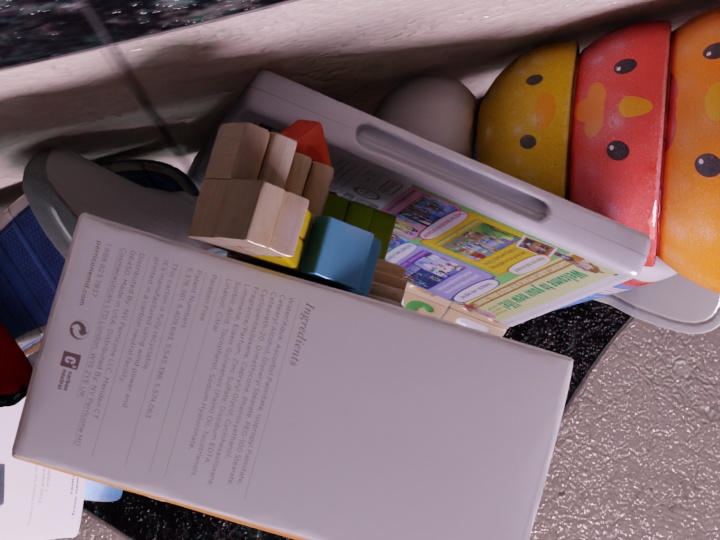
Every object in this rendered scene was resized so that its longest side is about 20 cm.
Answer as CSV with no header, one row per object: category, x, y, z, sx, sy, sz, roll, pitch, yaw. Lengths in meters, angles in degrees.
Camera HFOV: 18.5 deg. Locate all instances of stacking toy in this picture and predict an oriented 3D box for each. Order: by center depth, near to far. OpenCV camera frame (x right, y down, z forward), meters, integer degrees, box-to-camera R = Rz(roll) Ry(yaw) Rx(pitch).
stacking toy,0.103,-0.056,1.001,0.199,0.147,0.146,2,177,7

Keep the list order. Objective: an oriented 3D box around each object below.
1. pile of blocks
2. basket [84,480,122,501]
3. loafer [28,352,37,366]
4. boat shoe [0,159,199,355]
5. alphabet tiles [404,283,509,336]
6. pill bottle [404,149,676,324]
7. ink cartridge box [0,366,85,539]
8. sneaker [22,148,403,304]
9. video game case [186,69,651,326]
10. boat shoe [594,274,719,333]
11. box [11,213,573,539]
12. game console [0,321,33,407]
pile of blocks,-0.015,-0.022,0.898,0.082,0.062,0.200,15,173,6
basket,-0.251,0.083,1.247,0.199,0.140,0.176,4,-164,-39
loafer,-0.207,0.049,1.550,0.073,0.073,0.200,-13,175,14
boat shoe,-0.153,-0.002,1.100,0.200,0.072,0.072,-27,-177,25
alphabet tiles,0.000,0.000,1.145,0.166,0.006,0.200,21,147,-6
pill bottle,0.073,-0.028,1.178,0.200,0.113,0.112,-18,173,40
ink cartridge box,-0.231,0.078,0.994,0.145,0.085,0.200,4,179,21
sneaker,-0.066,-0.006,1.018,0.200,0.080,0.070,35,167,-24
video game case,0.018,-0.028,1.008,0.181,0.022,0.200,23,168,-8
boat shoe,0.134,-0.025,1.246,0.199,0.075,0.062,20,-158,30
box,-0.031,0.057,0.894,0.199,0.098,0.124,16,173,-4
game console,-0.245,0.016,0.843,0.119,0.173,0.200,-41,170,11
